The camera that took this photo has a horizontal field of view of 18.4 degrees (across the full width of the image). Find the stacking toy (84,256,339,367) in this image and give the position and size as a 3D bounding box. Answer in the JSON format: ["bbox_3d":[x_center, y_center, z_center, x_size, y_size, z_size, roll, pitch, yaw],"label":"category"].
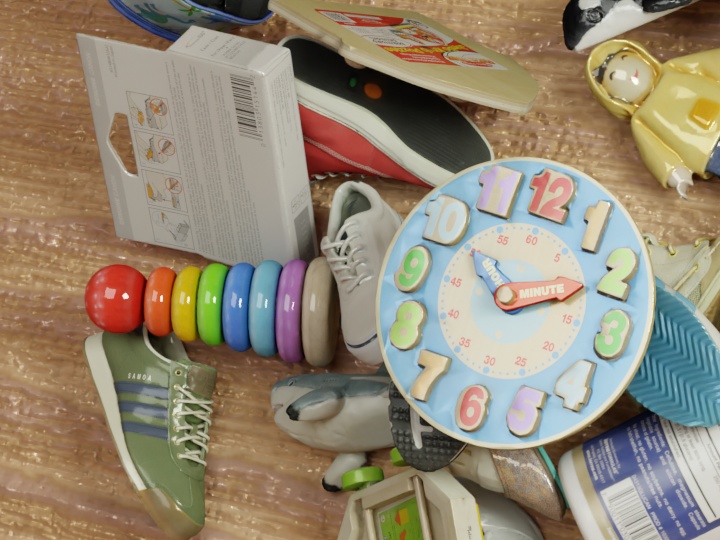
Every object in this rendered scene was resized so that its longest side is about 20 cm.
[{"bbox_3d":[-0.118,0.029,1.737,0.198,0.085,0.086,2,71,7],"label":"stacking toy"}]

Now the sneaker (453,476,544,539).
[{"bbox_3d":[0.102,0.218,1.596,0.075,0.088,0.200,-44,60,5],"label":"sneaker"}]

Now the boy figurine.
[{"bbox_3d":[0.255,-0.119,1.669,0.200,0.064,0.125,35,90,27],"label":"boy figurine"}]

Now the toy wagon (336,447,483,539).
[{"bbox_3d":[0.022,0.218,1.621,0.200,0.039,0.156,-31,63,52],"label":"toy wagon"}]

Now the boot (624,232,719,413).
[{"bbox_3d":[0.220,-0.014,1.623,0.155,0.072,0.201,45,112,33],"label":"boot"}]

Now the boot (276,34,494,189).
[{"bbox_3d":[0.000,-0.090,1.773,0.199,0.145,0.073,28,49,-3],"label":"boot"}]

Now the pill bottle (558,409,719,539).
[{"bbox_3d":[0.248,0.135,1.550,0.199,0.111,0.112,-28,62,12],"label":"pill bottle"}]

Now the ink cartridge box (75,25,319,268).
[{"bbox_3d":[-0.127,-0.098,1.758,0.175,0.201,0.045,15,42,27],"label":"ink cartridge box"}]

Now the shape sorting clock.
[{"bbox_3d":[0.102,0.021,1.508,0.198,0.039,0.202,-6,74,20],"label":"shape sorting clock"}]

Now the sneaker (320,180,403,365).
[{"bbox_3d":[0.000,0.000,1.677,0.073,0.071,0.200,-40,23,15],"label":"sneaker"}]

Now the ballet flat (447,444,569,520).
[{"bbox_3d":[0.082,0.109,1.615,0.067,0.068,0.201,-25,56,-5],"label":"ballet flat"}]

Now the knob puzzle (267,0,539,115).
[{"bbox_3d":[0.051,-0.155,1.708,0.219,0.219,0.031,30,110,29],"label":"knob puzzle"}]

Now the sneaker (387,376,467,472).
[{"bbox_3d":[0.071,0.047,1.580,0.073,0.080,0.202,12,80,12],"label":"sneaker"}]

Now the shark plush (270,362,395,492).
[{"bbox_3d":[0.022,0.083,1.698,0.199,0.091,0.084,-28,32,18],"label":"shark plush"}]

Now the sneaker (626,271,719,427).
[{"bbox_3d":[0.197,0.034,1.541,0.200,0.080,0.077,45,113,35],"label":"sneaker"}]

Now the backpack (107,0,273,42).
[{"bbox_3d":[-0.146,-0.293,1.849,0.146,0.182,0.202,-14,68,44],"label":"backpack"}]

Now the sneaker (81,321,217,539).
[{"bbox_3d":[-0.150,0.108,1.759,0.090,0.067,0.201,-35,58,14],"label":"sneaker"}]

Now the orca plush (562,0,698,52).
[{"bbox_3d":[0.239,-0.236,1.685,0.199,0.105,0.072,-22,94,15],"label":"orca plush"}]
